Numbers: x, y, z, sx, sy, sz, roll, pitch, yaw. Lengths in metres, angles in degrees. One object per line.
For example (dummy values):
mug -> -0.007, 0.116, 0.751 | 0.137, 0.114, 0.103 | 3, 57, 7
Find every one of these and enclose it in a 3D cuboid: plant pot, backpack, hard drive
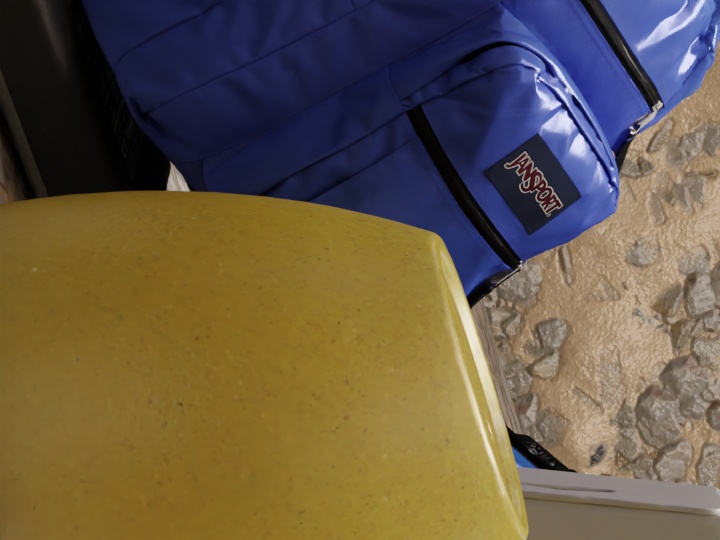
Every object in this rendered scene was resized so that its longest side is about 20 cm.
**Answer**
plant pot -> -0.028, 0.055, 0.904 | 0.200, 0.142, 0.200 | -18, 90, -84
backpack -> 0.030, -0.081, 1.020 | 0.163, 0.200, 0.168 | 48, 13, -55
hard drive -> -0.119, -0.107, 1.041 | 0.140, 0.033, 0.200 | -89, 161, -71

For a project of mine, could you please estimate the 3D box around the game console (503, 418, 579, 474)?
game console -> 0.018, 0.101, 1.362 | 0.200, 0.118, 0.171 | -140, -126, -65

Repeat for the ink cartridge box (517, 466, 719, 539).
ink cartridge box -> 0.071, 0.182, 1.154 | 0.083, 0.146, 0.200 | -49, 145, -83
